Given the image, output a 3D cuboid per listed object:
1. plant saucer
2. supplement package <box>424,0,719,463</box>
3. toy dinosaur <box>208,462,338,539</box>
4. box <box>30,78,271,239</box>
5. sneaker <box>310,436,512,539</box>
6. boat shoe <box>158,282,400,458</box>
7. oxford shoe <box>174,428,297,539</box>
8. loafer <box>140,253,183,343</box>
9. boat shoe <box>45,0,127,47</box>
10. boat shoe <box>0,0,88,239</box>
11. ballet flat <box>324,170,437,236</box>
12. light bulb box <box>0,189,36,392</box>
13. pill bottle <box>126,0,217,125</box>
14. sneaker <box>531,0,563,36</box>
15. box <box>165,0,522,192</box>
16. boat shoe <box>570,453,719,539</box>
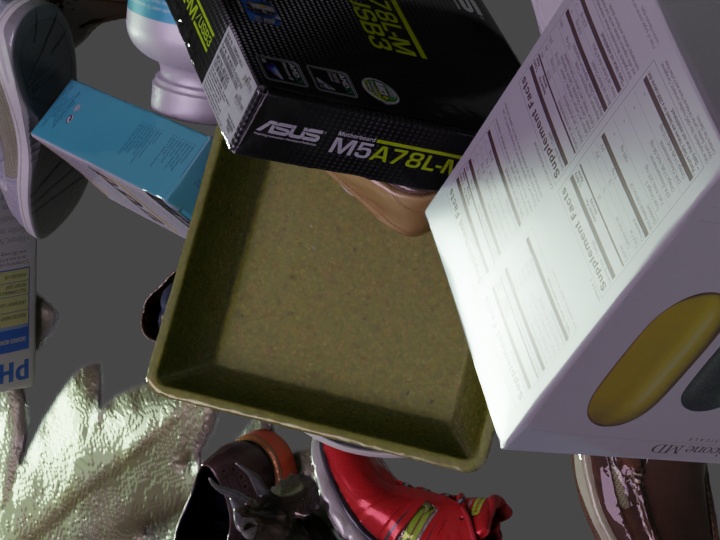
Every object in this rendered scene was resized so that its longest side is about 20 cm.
[{"bbox_3d":[0.000,0.000,1.050,0.199,0.048,0.200,13,79,11],"label":"plant saucer"},{"bbox_3d":[0.153,-0.029,0.852,0.200,0.151,0.151,-57,37,41],"label":"supplement package"},{"bbox_3d":[-0.037,0.190,1.172,0.200,0.077,0.103,89,159,-66],"label":"toy dinosaur"},{"bbox_3d":[-0.130,-0.064,1.162,0.049,0.082,0.200,-55,36,-7],"label":"box"},{"bbox_3d":[0.050,0.159,1.109,0.085,0.077,0.200,-48,66,14],"label":"sneaker"},{"bbox_3d":[-0.028,0.054,1.102,0.199,0.075,0.062,24,159,10],"label":"boat shoe"},{"bbox_3d":[-0.102,0.202,1.236,0.071,0.072,0.201,26,115,35],"label":"oxford shoe"},{"bbox_3d":[-0.070,0.005,1.173,0.200,0.067,0.076,-41,71,38],"label":"loafer"},{"bbox_3d":[-0.188,-0.201,1.233,0.200,0.073,0.063,-19,67,43],"label":"boat shoe"},{"bbox_3d":[-0.231,-0.108,1.255,0.065,0.074,0.202,27,144,24],"label":"boat shoe"},{"bbox_3d":[-0.029,-0.087,1.017,0.200,0.069,0.063,42,152,19],"label":"ballet flat"},{"bbox_3d":[-0.347,-0.008,1.328,0.125,0.198,0.201,14,106,41],"label":"light bulb box"},{"bbox_3d":[-0.085,-0.194,1.118,0.111,0.111,0.201,21,111,37],"label":"pill bottle"},{"bbox_3d":[0.168,-0.126,0.932,0.081,0.146,0.200,-102,-8,-47],"label":"sneaker"},{"bbox_3d":[-0.005,-0.122,0.968,0.048,0.193,0.200,-61,37,33],"label":"box"},{"bbox_3d":[0.155,0.085,0.981,0.075,0.075,0.203,-30,78,49],"label":"boat shoe"}]
